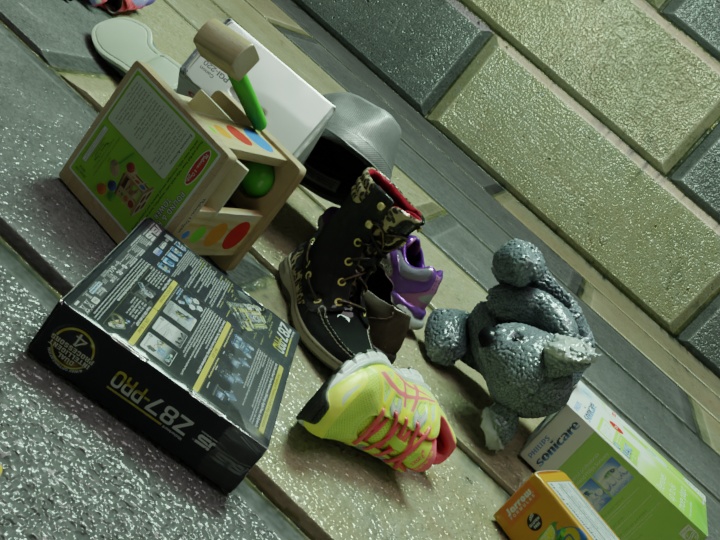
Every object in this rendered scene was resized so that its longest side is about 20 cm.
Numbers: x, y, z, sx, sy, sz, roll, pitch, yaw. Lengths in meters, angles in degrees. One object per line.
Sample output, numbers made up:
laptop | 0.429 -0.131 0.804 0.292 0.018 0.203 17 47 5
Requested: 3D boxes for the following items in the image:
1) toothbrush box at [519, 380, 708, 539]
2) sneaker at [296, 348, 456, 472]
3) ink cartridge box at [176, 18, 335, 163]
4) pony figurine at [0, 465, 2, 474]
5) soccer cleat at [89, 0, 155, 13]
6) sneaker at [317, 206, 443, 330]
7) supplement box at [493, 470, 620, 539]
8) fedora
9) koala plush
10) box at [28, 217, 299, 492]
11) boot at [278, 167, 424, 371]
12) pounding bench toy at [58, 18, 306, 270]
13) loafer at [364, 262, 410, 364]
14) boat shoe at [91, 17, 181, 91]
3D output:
toothbrush box | 0.290 0.235 1.077 0.200 0.086 0.145 43 16 12
sneaker | 0.026 0.124 0.778 0.090 0.078 0.200 51 18 26
ink cartridge box | -0.122 -0.158 1.014 0.145 0.085 0.200 39 -16 -4
pony figurine | -0.226 0.054 0.307 0.199 0.167 0.193 31 -14 -18
soccer cleat | -0.352 -0.404 1.382 0.200 0.066 0.077 -12 85 -77
sneaker | 0.029 -0.021 1.155 0.200 0.089 0.080 47 19 29
supplement box | 0.206 0.270 0.822 0.069 0.067 0.200 16 28 -49
fedora | -0.017 -0.151 1.132 0.177 0.091 0.199 43 -21 -31
koala plush | 0.185 0.098 1.045 0.184 0.177 0.200 41 15 -10
box | -0.127 0.049 0.680 0.161 0.049 0.200 36 16 -9
boot | 0.000 0.000 0.914 0.073 0.151 0.200 30 19 -32
pounding bench toy | -0.127 -0.113 0.835 0.124 0.200 0.156 45 17 17
loafer | 0.004 0.017 1.024 0.073 0.071 0.200 25 22 -43
boat shoe | -0.271 -0.247 1.162 0.200 0.073 0.062 43 -28 35
